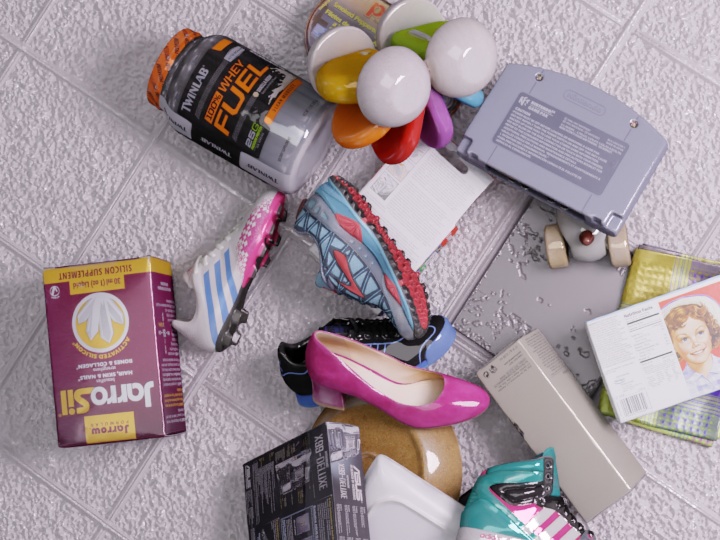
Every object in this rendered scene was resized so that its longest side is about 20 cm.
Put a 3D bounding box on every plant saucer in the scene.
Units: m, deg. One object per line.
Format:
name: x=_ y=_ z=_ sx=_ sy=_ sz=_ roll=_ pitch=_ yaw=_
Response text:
plant saucer: x=0.014 y=0.220 z=1.655 sx=0.198 sy=0.035 sz=0.203 roll=-5 pitch=80 yaw=27

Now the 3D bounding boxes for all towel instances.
towel: x=0.347 y=0.078 z=1.655 sx=0.142 sy=0.023 sz=0.202 roll=15 pitch=88 yaw=8

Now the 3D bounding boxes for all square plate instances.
square plate: x=0.055 y=0.326 z=1.612 sx=0.199 sy=0.028 sz=0.199 roll=32 pitch=110 yaw=1

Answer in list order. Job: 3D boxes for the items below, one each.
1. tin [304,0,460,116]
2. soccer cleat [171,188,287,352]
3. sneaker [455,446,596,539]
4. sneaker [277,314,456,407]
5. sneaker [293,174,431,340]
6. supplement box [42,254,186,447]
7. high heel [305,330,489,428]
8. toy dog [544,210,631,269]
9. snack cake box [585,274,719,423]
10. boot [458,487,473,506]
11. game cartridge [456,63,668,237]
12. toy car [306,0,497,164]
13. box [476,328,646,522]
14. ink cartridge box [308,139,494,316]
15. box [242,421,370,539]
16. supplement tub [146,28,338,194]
tin: x=0.029 y=-0.239 z=1.714 sx=0.199 sy=0.042 sz=0.113 roll=35 pitch=95 yaw=9
soccer cleat: x=-0.151 y=-0.008 z=1.707 sx=0.086 sy=0.070 sz=0.202 roll=23 pitch=90 yaw=9
sneaker: x=0.202 y=0.247 z=1.567 sx=0.198 sy=0.084 sz=0.122 roll=14 pitch=72 yaw=-8
sneaker: x=0.004 y=0.084 z=1.667 sx=0.198 sy=0.070 sz=0.078 roll=-23 pitch=122 yaw=7
sneaker: x=0.000 y=0.000 z=1.643 sx=0.095 sy=0.079 sz=0.201 roll=-38 pitch=75 yaw=18
supplement box: x=-0.277 y=0.092 z=1.703 sx=0.129 sy=0.103 sz=0.203 roll=-7 pitch=86 yaw=6
high heel: x=0.040 y=0.109 z=1.607 sx=0.198 sy=0.097 sz=0.068 roll=9 pitch=45 yaw=11
toy dog: x=0.237 y=-0.091 z=1.644 sx=0.131 sy=0.096 sz=0.202 roll=-26 pitch=83 yaw=5
snack cake box: x=0.350 y=0.077 z=1.610 sx=0.198 sy=0.067 sz=0.116 roll=-19 pitch=82 yaw=7
boot: x=0.155 y=0.338 z=1.642 sx=0.188 sy=0.068 sz=0.201 roll=-38 pitch=83 yaw=4
game cartridge: x=0.219 y=-0.136 z=1.611 sx=0.199 sy=0.040 sz=0.134 roll=30 pitch=84 yaw=19
toy car: x=0.051 y=-0.193 z=1.612 sx=0.199 sy=0.175 sz=0.151 roll=-25 pitch=119 yaw=-19
box: x=0.217 y=0.165 z=1.631 sx=0.068 sy=0.082 sz=0.201 roll=-39 pitch=80 yaw=22
ink cartridge box: x=0.048 y=-0.058 z=1.693 sx=0.109 sy=0.050 sz=0.200 roll=42 pitch=92 yaw=9
box: x=-0.057 y=0.281 z=1.613 sx=0.157 sy=0.049 sz=0.202 roll=-31 pitch=56 yaw=43
supplement tub: x=-0.132 y=-0.182 z=1.690 sx=0.199 sy=0.123 sz=0.123 roll=29 pitch=91 yaw=9
